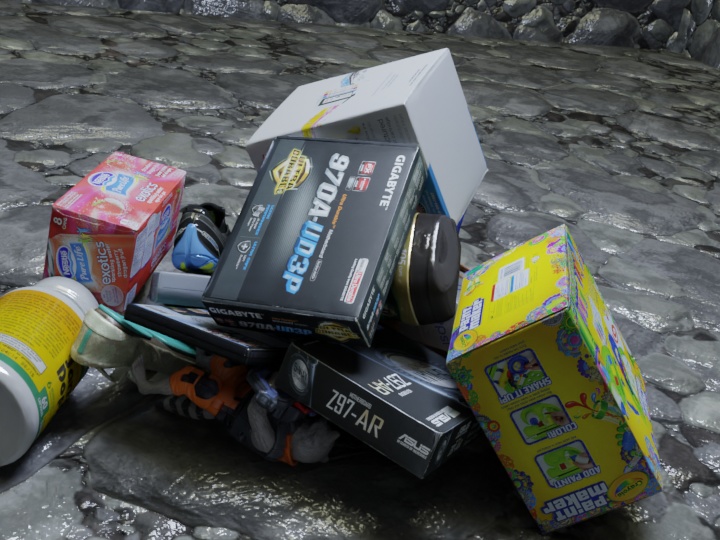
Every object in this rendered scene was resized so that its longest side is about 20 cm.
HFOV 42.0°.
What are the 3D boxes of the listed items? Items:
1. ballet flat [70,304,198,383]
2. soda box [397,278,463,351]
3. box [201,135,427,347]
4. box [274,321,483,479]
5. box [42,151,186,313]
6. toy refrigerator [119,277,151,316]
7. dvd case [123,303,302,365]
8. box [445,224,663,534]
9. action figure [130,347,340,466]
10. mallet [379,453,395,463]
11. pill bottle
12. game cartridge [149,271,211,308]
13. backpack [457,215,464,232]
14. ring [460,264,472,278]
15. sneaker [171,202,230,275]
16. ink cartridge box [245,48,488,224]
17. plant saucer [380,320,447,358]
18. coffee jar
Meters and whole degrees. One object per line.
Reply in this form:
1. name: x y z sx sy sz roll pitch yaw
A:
1. ballet flat: -0.226 0.083 0.939 0.067 0.063 0.200 30 -5 23
2. soda box: 0.144 0.062 1.055 0.197 0.065 0.068 18 27 21
3. box: -0.039 -0.033 0.870 0.156 0.046 0.202 7 57 23
4. box: 0.034 0.112 0.877 0.159 0.044 0.199 29 14 21
5. box: -0.269 -0.048 1.041 0.094 0.101 0.201 16 24 -1
6. toy refrigerator: -0.293 0.014 1.098 0.074 0.071 0.201 7 25 -3
7. dvd case: -0.114 0.064 0.912 0.141 0.018 0.199 18 2 25
8. box: 0.185 0.096 0.889 0.121 0.195 0.200 -26 14 20
9. action figure: -0.101 0.128 0.919 0.191 0.106 0.199 26 7 20
10. mallet: 0.013 0.135 0.980 0.065 0.042 0.200 -5 24 -28
11. pill bottle: -0.319 0.084 0.882 0.110 0.115 0.201 9 24 3
12. game cartridge: -0.169 0.025 1.063 0.130 0.042 0.200 10 -3 -3
13. backpack: 0.060 -0.092 1.282 0.166 0.204 0.161 -10 29 -44
14. ring: 0.159 0.029 1.171 0.198 0.019 0.200 30 -2 1
15. sneaker: -0.169 -0.033 1.087 0.069 0.085 0.200 5 -5 4
16. ink cartridge box: 0.009 -0.123 1.009 0.197 0.149 0.145 -8 29 31
17. plant saucer: 0.079 0.102 1.070 0.196 0.037 0.201 6 24 -3
18. coffee jar: 0.000 0.000 0.919 0.196 0.086 0.106 -2 54 16
